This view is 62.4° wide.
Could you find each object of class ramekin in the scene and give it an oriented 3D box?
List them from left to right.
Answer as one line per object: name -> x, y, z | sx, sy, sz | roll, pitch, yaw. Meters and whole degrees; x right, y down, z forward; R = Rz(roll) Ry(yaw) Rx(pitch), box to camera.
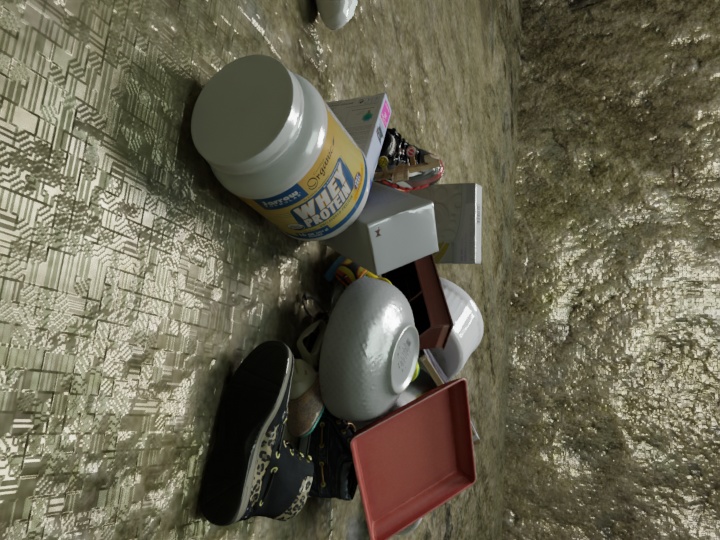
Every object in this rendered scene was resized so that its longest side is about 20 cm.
ramekin -> 0.129, 0.119, 1.149 | 0.098, 0.197, 0.204 | -49, 135, -47

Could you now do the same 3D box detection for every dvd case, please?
dvd case -> 0.139, 0.188, 1.033 | 0.201, 0.016, 0.149 | 57, 5, -20

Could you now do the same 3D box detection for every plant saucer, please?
plant saucer -> 0.076, 0.271, 0.866 | 0.197, 0.037, 0.203 | -22, 117, -23

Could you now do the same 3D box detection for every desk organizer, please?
desk organizer -> 0.083, 0.026, 0.957 | 0.072, 0.075, 0.203 | 98, -16, -53

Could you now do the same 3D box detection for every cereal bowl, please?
cereal bowl -> 0.026, 0.115, 0.824 | 0.199, 0.082, 0.204 | -29, 124, -56

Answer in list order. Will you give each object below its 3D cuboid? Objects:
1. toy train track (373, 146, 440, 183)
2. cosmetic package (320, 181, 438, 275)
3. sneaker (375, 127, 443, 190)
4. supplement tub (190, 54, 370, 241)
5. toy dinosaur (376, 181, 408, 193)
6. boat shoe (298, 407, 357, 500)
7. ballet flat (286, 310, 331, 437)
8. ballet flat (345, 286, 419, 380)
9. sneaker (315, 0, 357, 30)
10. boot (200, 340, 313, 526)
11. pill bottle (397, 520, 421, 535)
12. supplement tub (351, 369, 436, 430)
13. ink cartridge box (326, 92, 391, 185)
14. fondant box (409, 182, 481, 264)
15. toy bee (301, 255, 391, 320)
toy train track -> 0.015, -0.145, 0.853 | 0.115, 0.196, 0.033 | -76, 153, -70
cosmetic package -> 0.011, -0.068, 0.822 | 0.100, 0.199, 0.073 | -20, 114, -20
sneaker -> 0.054, -0.178, 0.944 | 0.098, 0.197, 0.072 | 151, -56, -65
supplement tub -> -0.084, -0.131, 0.677 | 0.200, 0.142, 0.148 | 38, 56, -62
toy dinosaur -> 0.067, -0.132, 1.060 | 0.106, 0.197, 0.184 | -79, -168, -61
boat shoe -> -0.036, 0.229, 0.872 | 0.071, 0.089, 0.204 | 40, 54, -62
ballet flat -> -0.073, 0.134, 0.833 | 0.068, 0.067, 0.202 | 53, 33, -27
ballet flat -> 0.027, 0.096, 0.974 | 0.066, 0.067, 0.202 | 11, 43, -46
sneaker -> -0.051, -0.456, 0.866 | 0.080, 0.075, 0.205 | -1, 87, -56
boot -> -0.105, 0.202, 0.720 | 0.154, 0.072, 0.207 | 46, 56, -57
pill bottle -> 0.097, 0.424, 1.176 | 0.199, 0.109, 0.114 | -11, 100, -68
supplement tub -> 0.058, 0.249, 1.012 | 0.199, 0.142, 0.148 | -13, 102, -67
ink cartridge box -> -0.033, -0.161, 0.833 | 0.042, 0.117, 0.203 | 60, 37, -47
fondant box -> 0.128, -0.086, 1.126 | 0.058, 0.196, 0.148 | -5, 95, -66
toy bee -> 0.000, 0.000, 0.907 | 0.130, 0.109, 0.201 | 33, 28, -16
